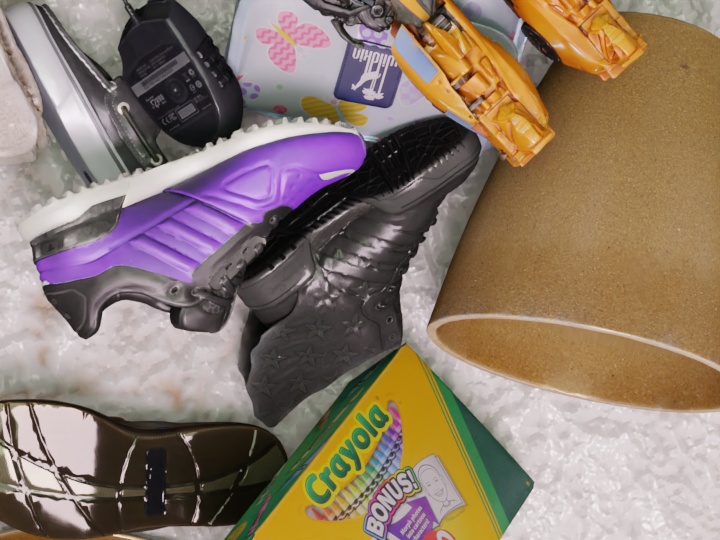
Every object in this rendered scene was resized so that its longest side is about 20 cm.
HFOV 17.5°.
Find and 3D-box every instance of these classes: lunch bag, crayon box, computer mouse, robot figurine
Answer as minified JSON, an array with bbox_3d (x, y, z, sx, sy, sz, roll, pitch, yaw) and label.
[{"bbox_3d":[0.018,-0.172,1.348,0.169,0.127,0.200,15,101,-7],"label":"lunch bag"},{"bbox_3d":[0.007,0.147,1.331,0.119,0.058,0.200,47,42,-6],"label":"crayon box"},{"bbox_3d":[-0.127,-0.157,1.321,0.034,0.059,0.200,-39,101,-48],"label":"computer mouse"},{"bbox_3d":[0.054,-0.162,1.261,0.145,0.058,0.200,-44,96,-5],"label":"robot figurine"}]

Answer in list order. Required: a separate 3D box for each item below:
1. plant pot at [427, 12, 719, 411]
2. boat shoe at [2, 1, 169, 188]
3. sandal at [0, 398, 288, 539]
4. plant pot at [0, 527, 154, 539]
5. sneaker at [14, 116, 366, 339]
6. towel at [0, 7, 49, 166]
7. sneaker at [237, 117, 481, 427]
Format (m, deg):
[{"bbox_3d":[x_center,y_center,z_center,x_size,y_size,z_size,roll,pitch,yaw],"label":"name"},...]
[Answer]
[{"bbox_3d":[0.151,-0.039,1.348,0.186,0.186,0.200,16,75,-7],"label":"plant pot"},{"bbox_3d":[-0.135,-0.078,1.361,0.066,0.070,0.200,-33,96,-13],"label":"boat shoe"},{"bbox_3d":[-0.142,0.113,1.377,0.200,0.055,0.082,0,98,-21],"label":"sandal"},{"bbox_3d":[-0.160,0.274,1.327,0.186,0.186,0.200,14,105,-7],"label":"plant pot"},{"bbox_3d":[-0.083,-0.016,1.305,0.200,0.070,0.100,-19,84,-7],"label":"sneaker"},{"bbox_3d":[-0.262,-0.130,1.291,0.132,0.035,0.200,-10,130,15],"label":"towel"},{"bbox_3d":[0.001,0.001,1.358,0.200,0.060,0.104,-33,122,4],"label":"sneaker"}]
